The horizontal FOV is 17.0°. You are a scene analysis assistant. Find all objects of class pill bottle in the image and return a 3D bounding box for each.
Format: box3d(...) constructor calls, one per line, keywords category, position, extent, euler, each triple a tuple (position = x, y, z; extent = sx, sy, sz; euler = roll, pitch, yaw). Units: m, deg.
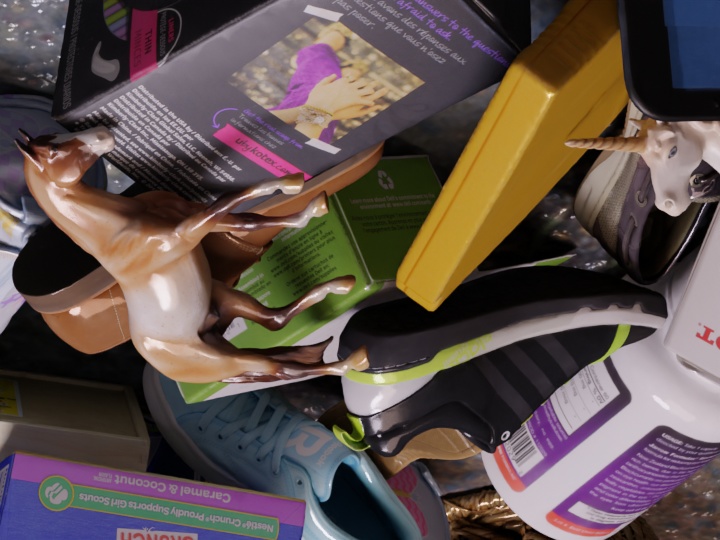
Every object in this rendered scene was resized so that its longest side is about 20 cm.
box3d(category="pill bottle", position=(0.164, 0.064, 1.366), extent=(0.111, 0.112, 0.200), euler=(20, 139, -24))

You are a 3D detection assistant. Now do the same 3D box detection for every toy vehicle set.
box3d(category="toy vehicle set", position=(-0.226, 0.081, 1.390), extent=(0.199, 0.124, 0.027), euler=(9, 100, -11))

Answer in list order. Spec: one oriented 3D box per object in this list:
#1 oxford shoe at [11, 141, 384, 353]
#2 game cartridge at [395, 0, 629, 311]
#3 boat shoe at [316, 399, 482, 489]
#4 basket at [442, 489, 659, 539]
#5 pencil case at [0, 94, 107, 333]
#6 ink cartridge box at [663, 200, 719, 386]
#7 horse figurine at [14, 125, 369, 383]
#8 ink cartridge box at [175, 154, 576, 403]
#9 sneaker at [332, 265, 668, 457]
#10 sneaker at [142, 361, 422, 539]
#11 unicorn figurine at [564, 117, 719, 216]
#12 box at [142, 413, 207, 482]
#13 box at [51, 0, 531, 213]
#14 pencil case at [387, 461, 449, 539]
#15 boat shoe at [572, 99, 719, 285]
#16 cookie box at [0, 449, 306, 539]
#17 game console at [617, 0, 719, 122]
box3d(category="oxford shoe", position=(-0.071, -0.023, 1.200), extent=(0.200, 0.071, 0.071), euler=(-27, 130, 6))
box3d(category="game cartridge", position=(0.097, -0.086, 1.110), extent=(0.032, 0.200, 0.176), euler=(39, 140, 9))
box3d(category="boat shoe", position=(0.045, 0.071, 1.394), extent=(0.074, 0.069, 0.200), euler=(56, 144, -5))
box3d(category="basket", position=(0.105, 0.233, 1.515), extent=(0.149, 0.200, 0.143), euler=(22, 139, -26))
box3d(category="pencil case", position=(-0.207, -0.008, 1.287), extent=(0.083, 0.091, 0.200), euler=(-8, 154, -37))
box3d(category="ink cartridge box", position=(0.255, -0.021, 1.178), extent=(0.146, 0.084, 0.200), euler=(29, 124, 17))
box3d(category="horse figurine", position=(-0.072, 0.004, 1.136), extent=(0.132, 0.050, 0.200), euler=(-8, 141, 11))
box3d(category="ink cartridge box", position=(0.000, 0.000, 1.323), extent=(0.148, 0.076, 0.200), euler=(-32, 166, 35))
box3d(category="sneaker", position=(0.070, 0.051, 1.254), extent=(0.199, 0.072, 0.083), euler=(-10, 108, -27))
box3d(category="sneaker", position=(-0.037, 0.105, 1.400), extent=(0.200, 0.074, 0.082), euler=(42, 144, -2))
box3d(category="unicorn figurine", position=(0.213, -0.026, 1.113), extent=(0.199, 0.074, 0.138), euler=(-12, 104, 17))
box3d(category="box", position=(-0.198, 0.122, 1.482), extent=(0.199, 0.064, 0.070), euler=(9, 142, -13))
box3d(category="box", position=(-0.031, -0.124, 1.106), extent=(0.200, 0.123, 0.106), euler=(-25, 134, 29))
box3d(category="pencil case", position=(-0.041, 0.183, 1.530), extent=(0.200, 0.091, 0.083), euler=(-22, 103, 27))
box3d(category="boat shoe", position=(0.168, -0.063, 1.218), extent=(0.072, 0.065, 0.200), euler=(-22, 157, -30))
box3d(category="cookie box", position=(-0.143, 0.166, 1.374), extent=(0.171, 0.075, 0.200), euler=(12, 163, -17))
box3d(category="game console", position=(0.212, -0.162, 1.016), extent=(0.199, 0.119, 0.171), euler=(-3, 143, -26))
